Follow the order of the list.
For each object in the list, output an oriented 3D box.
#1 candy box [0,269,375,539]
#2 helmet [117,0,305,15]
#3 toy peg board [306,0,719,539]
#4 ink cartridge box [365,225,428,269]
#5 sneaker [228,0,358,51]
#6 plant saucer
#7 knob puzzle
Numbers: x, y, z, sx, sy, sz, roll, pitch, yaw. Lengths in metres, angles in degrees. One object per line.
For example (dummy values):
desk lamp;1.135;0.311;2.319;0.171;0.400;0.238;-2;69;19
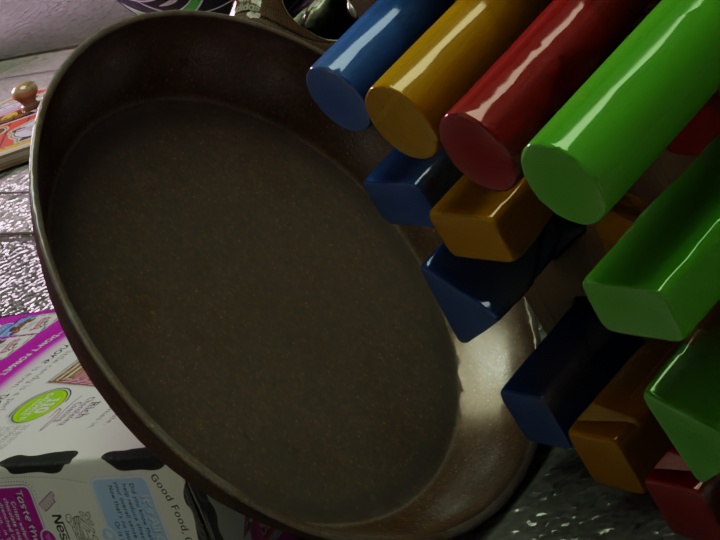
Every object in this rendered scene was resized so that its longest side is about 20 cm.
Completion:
candy box;-0.098;0.063;0.727;0.199;0.061;0.136;-8;21;34
helmet;-0.112;-0.268;1.484;0.200;0.200;0.191;-35;-14;-39
toy peg board;0.069;-0.007;0.571;0.098;0.201;0.198;-46;29;-26
ink cartridge box;0.000;-0.030;0.849;0.199;0.044;0.173;2;29;48
sneaker;0.012;-0.091;0.906;0.070;0.076;0.199;0;3;33
plant saucer;-0.026;0.005;0.656;0.034;0.200;0.200;-41;1;38
knob puzzle;-0.251;-0.110;1.433;0.218;0.031;0.220;-18;18;6
